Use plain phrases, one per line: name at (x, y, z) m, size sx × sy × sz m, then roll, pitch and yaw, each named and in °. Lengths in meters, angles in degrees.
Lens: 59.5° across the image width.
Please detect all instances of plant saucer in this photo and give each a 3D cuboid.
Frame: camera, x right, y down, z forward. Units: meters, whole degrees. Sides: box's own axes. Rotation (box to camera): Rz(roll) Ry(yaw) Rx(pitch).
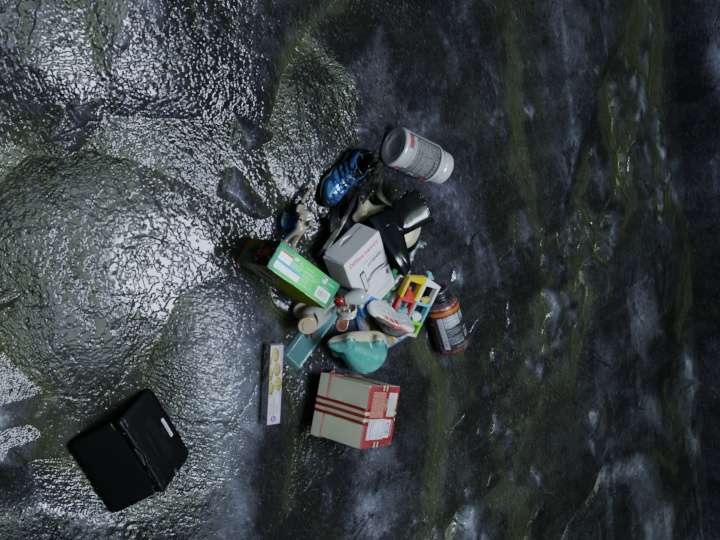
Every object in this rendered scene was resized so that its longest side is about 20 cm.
plant saucer at (-0.127, 0.167, 1.672) m, size 0.070 × 0.019 × 0.201 m, roll 50°, pitch 66°, yaw -29°

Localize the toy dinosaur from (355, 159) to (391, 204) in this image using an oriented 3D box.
toy dinosaur at (0.029, -0.230, 1.701) m, size 0.048 × 0.087 × 0.202 m, roll 49°, pitch 23°, yaw -41°

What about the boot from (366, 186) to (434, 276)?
boot at (0.125, -0.108, 1.687) m, size 0.161 × 0.073 × 0.200 m, roll -31°, pitch 87°, yaw -11°

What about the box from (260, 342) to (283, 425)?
box at (-0.223, 0.284, 1.592) m, size 0.041 × 0.038 × 0.203 m, roll 2°, pitch 92°, yaw -37°

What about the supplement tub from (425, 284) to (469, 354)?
supplement tub at (0.258, 0.147, 1.916) m, size 0.106 × 0.106 × 0.202 m, roll -30°, pitch 111°, yaw -32°

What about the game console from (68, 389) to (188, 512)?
game console at (-0.505, 0.396, 1.394) m, size 0.202 × 0.115 × 0.176 m, roll 67°, pitch 27°, yaw -21°

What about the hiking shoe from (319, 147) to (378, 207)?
hiking shoe at (-0.037, -0.251, 1.664) m, size 0.074 × 0.086 × 0.201 m, roll 44°, pitch 68°, yaw -31°

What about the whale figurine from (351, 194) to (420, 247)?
whale figurine at (0.069, -0.135, 1.767) m, size 0.198 × 0.104 × 0.161 m, roll 21°, pitch 81°, yaw -12°

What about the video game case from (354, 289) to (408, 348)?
video game case at (0.073, 0.152, 1.827) m, size 0.199 × 0.018 × 0.145 m, roll -26°, pitch 110°, yaw -34°

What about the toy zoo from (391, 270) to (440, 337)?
toy zoo at (0.153, 0.091, 1.817) m, size 0.130 × 0.020 × 0.202 m, roll 15°, pitch 105°, yaw -38°

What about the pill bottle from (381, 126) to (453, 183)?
pill bottle at (0.166, -0.322, 1.800) m, size 0.198 × 0.113 × 0.116 m, roll 17°, pitch 83°, yaw -37°

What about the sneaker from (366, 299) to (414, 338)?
sneaker at (0.071, 0.148, 1.728) m, size 0.082 × 0.078 × 0.199 m, roll -38°, pitch 139°, yaw 20°

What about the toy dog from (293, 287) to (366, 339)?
toy dog at (-0.077, 0.118, 1.611) m, size 0.133 × 0.197 × 0.097 m, roll -74°, pitch 152°, yaw -52°

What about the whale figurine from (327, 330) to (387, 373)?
whale figurine at (-0.007, 0.215, 1.663) m, size 0.200 × 0.157 × 0.105 m, roll 24°, pitch 55°, yaw -61°

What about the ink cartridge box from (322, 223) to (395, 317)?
ink cartridge box at (0.000, 0.000, 1.682) m, size 0.146 × 0.084 × 0.201 m, roll -45°, pitch 138°, yaw -25°

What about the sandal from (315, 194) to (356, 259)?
sandal at (-0.071, -0.124, 1.662) m, size 0.048 × 0.075 × 0.202 m, roll 33°, pitch 73°, yaw -9°

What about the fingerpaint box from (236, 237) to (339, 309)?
fingerpaint box at (-0.175, 0.005, 1.526) m, size 0.199 × 0.166 × 0.074 m, roll 38°, pitch 73°, yaw -33°

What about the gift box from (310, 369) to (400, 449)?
gift box at (-0.016, 0.374, 1.676) m, size 0.199 × 0.185 × 0.187 m, roll 25°, pitch 76°, yaw -56°

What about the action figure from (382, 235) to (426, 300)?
action figure at (0.118, -0.001, 1.808) m, size 0.054 × 0.118 × 0.201 m, roll 34°, pitch 80°, yaw 4°

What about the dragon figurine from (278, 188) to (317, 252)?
dragon figurine at (-0.163, -0.126, 1.589) m, size 0.059 × 0.099 × 0.202 m, roll 31°, pitch 42°, yaw -35°
